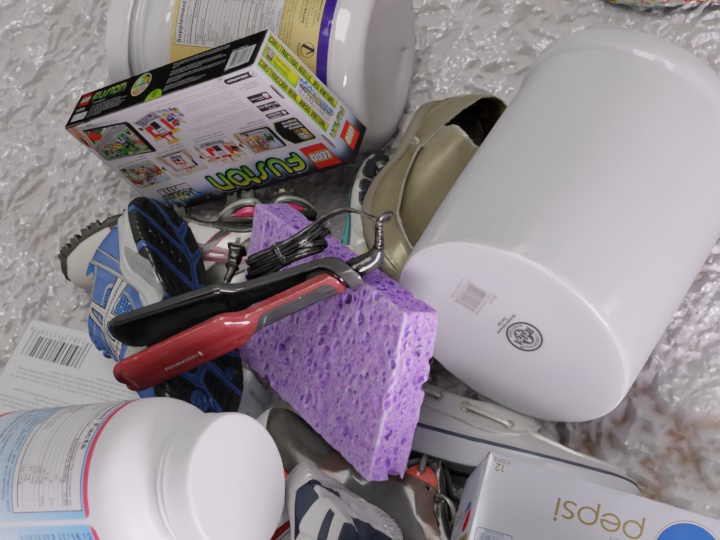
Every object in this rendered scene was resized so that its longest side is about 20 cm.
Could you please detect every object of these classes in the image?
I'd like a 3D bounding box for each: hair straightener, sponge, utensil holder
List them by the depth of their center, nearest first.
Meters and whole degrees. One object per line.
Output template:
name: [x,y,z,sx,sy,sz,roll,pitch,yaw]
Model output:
hair straightener: [-0.069,0.002,0.980,0.200,0.041,0.077,-27,52,14]
utensil holder: [0.140,-0.027,1.009,0.170,0.170,0.200,20,55,23]
sponge: [-0.022,0.041,1.022,0.200,0.030,0.112,37,120,53]

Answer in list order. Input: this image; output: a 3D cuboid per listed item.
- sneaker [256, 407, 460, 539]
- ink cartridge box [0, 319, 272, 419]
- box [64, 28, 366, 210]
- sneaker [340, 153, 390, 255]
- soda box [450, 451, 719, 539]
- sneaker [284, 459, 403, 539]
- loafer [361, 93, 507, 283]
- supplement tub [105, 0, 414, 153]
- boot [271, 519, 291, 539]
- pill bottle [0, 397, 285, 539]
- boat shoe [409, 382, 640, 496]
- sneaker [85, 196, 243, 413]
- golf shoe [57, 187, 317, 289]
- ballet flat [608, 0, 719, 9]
sneaker: [0.020,0.144,1.026,0.200,0.077,0.082,40,100,16]
ink cartridge box: [-0.183,0.131,1.089,0.200,0.044,0.174,11,63,29]
box: [-0.106,-0.101,1.125,0.200,0.110,0.035,-11,48,41]
sneaker: [0.000,0.000,1.111,0.080,0.077,0.200,-30,35,42]
soda box: [0.157,0.173,0.951,0.200,0.068,0.064,17,68,-1]
sneaker: [-0.029,0.198,0.908,0.130,0.079,0.199,-52,30,3]
loafer: [0.057,-0.062,1.092,0.068,0.076,0.200,-30,29,37]
supplement tub: [-0.072,-0.168,1.176,0.200,0.145,0.146,8,66,19]
boot: [-0.127,0.203,1.051,0.200,0.072,0.144,-40,57,-6]
pill bottle: [-0.147,0.132,0.947,0.200,0.109,0.109,-8,60,36]
boat shoe: [0.093,0.111,1.038,0.200,0.072,0.066,11,67,31]
sneaker: [-0.137,0.047,1.069,0.077,0.076,0.200,-40,47,26]
golf shoe: [-0.125,-0.002,1.149,0.200,0.077,0.088,-9,68,11]
ballet flat: [0.266,-0.232,1.167,0.200,0.064,0.076,4,66,17]
